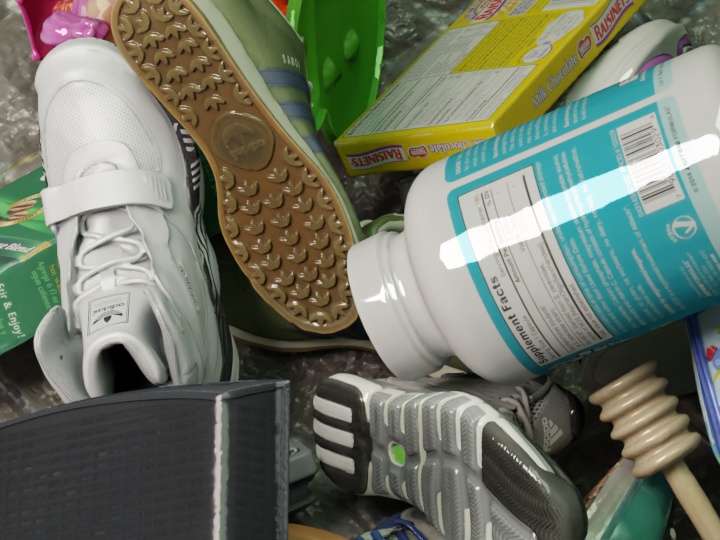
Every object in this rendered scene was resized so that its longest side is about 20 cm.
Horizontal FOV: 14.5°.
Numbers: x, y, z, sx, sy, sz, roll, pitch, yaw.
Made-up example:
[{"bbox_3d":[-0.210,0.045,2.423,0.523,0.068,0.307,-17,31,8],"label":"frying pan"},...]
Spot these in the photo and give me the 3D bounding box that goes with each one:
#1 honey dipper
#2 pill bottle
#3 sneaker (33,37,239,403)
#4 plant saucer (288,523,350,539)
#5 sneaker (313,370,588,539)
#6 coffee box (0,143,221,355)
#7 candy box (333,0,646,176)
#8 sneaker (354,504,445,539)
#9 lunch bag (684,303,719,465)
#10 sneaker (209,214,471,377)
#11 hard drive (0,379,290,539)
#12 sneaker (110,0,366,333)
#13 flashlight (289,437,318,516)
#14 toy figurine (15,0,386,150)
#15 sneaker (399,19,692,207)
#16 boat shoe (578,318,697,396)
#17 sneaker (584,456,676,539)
[{"bbox_3d":[0.173,0.136,1.330,0.038,0.038,0.200,-28,85,-20],"label":"honey dipper"},{"bbox_3d":[0.097,-0.017,1.294,0.199,0.111,0.111,-23,52,17],"label":"pill bottle"},{"bbox_3d":[-0.112,-0.009,1.320,0.075,0.115,0.201,-14,97,10],"label":"sneaker"},{"bbox_3d":[-0.041,0.211,1.236,0.199,0.032,0.201,1,94,16],"label":"plant saucer"},{"bbox_3d":[0.072,0.081,1.329,0.115,0.075,0.200,-9,19,-31],"label":"sneaker"},{"bbox_3d":[-0.152,-0.019,1.442,0.200,0.044,0.123,-30,22,-20],"label":"coffee box"},{"bbox_3d":[0.077,-0.112,1.505,0.102,0.026,0.200,-7,27,38],"label":"candy box"},{"bbox_3d":[0.000,0.159,1.322,0.075,0.088,0.200,36,59,25],"label":"sneaker"},{"bbox_3d":[0.255,0.030,1.325,0.199,0.082,0.161,-12,72,11],"label":"lunch bag"},{"bbox_3d":[0.000,0.000,1.427,0.199,0.090,0.067,16,56,11],"label":"sneaker"},{"bbox_3d":[-0.117,0.118,1.232,0.199,0.042,0.135,-13,67,38],"label":"hard drive"},{"bbox_3d":[-0.042,-0.074,1.354,0.067,0.201,0.090,-17,27,28],"label":"sneaker"},{"bbox_3d":[-0.123,0.126,1.363,0.199,0.068,0.068,-21,53,-22],"label":"flashlight"},{"bbox_3d":[-0.097,-0.132,1.501,0.183,0.151,0.200,2,22,13],"label":"toy figurine"},{"bbox_3d":[0.101,-0.080,1.509,0.099,0.075,0.200,24,50,32],"label":"sneaker"},{"bbox_3d":[0.192,0.012,1.447,0.199,0.076,0.060,-12,54,-23],"label":"boat shoe"},{"bbox_3d":[0.116,0.166,1.337,0.080,0.071,0.200,34,52,-1],"label":"sneaker"}]
